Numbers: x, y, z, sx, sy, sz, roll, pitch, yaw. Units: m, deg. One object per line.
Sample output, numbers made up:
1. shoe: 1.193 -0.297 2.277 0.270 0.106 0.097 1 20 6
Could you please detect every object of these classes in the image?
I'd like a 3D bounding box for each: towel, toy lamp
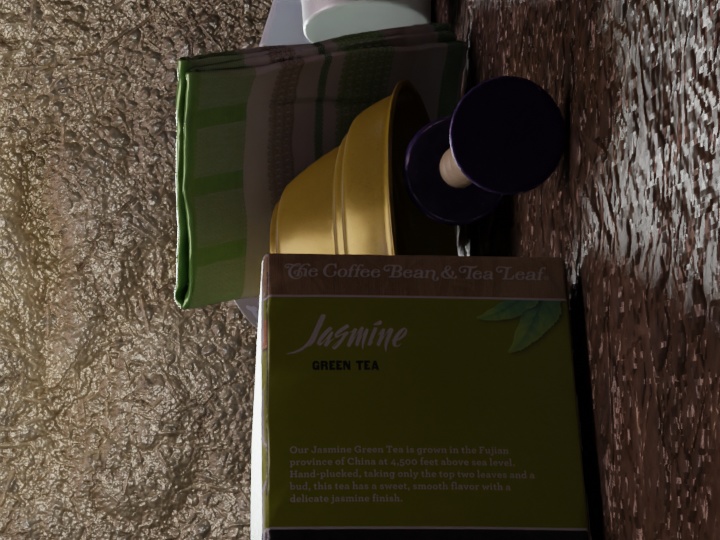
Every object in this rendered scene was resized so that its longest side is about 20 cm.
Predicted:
1. towel: -0.020 -0.061 1.121 0.031 0.199 0.150 20 115 48
2. toy lamp: 0.054 -0.053 0.924 0.200 0.058 0.059 157 114 -86

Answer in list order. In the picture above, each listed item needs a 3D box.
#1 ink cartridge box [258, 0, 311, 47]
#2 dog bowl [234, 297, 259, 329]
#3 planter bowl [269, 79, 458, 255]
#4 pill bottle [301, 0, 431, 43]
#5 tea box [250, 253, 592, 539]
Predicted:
1. ink cartridge box: -0.016 -0.182 1.402 0.145 0.083 0.201 98 -174 -57
2. dog bowl: -0.045 -0.035 1.506 0.200 0.058 0.201 23 -117 -56
3. planter bowl: 0.000 0.000 1.064 0.200 0.083 0.202 -7 -90 -78
4. pill bottle: 0.003 -0.248 1.250 0.111 0.110 0.201 105 165 -72
5. tea box: 0.019 0.124 0.836 0.200 0.133 0.198 98 172 -60
